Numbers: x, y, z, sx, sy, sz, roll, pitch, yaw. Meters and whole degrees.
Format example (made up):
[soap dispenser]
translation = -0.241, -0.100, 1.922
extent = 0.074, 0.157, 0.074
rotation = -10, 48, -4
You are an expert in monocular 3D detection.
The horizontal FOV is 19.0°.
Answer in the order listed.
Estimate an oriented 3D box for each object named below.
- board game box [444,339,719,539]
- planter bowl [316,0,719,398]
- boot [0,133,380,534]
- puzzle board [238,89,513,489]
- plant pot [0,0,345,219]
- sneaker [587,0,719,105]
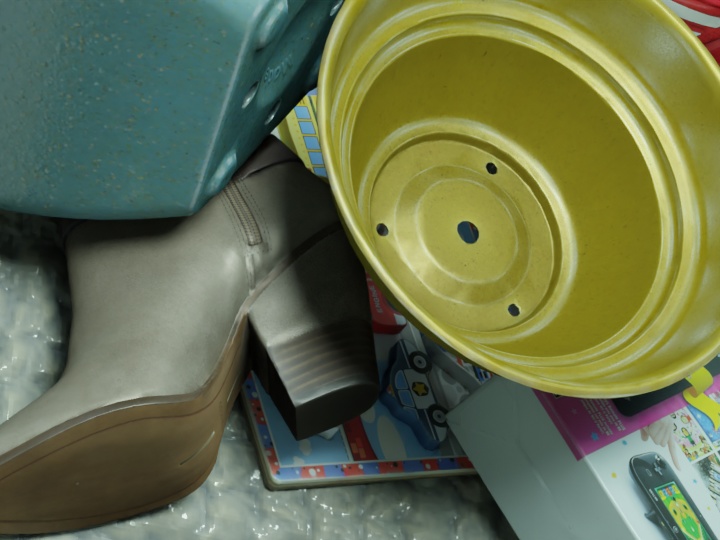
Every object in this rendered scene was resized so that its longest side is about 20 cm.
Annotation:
[board game box]
translation = 0.155, 0.083, 0.940
extent = 0.200, 0.064, 0.148
rotation = -19, 72, -43
[planter bowl]
translation = 0.059, -0.030, 0.866
extent = 0.199, 0.083, 0.201
rotation = 11, 63, -21
[boot]
translation = -0.089, 0.015, 0.857
extent = 0.199, 0.070, 0.147
rotation = -14, 55, -24
[puzzle board]
translation = 0.000, 0.000, 0.952
extent = 0.150, 0.017, 0.201
rotation = -1, 59, -31
[plant pot]
translation = -0.106, -0.134, 0.842
extent = 0.200, 0.196, 0.196
rotation = 32, 46, 8
[sneaker]
translation = 0.170, -0.062, 0.929
extent = 0.200, 0.116, 0.079
rotation = 34, 44, -11
